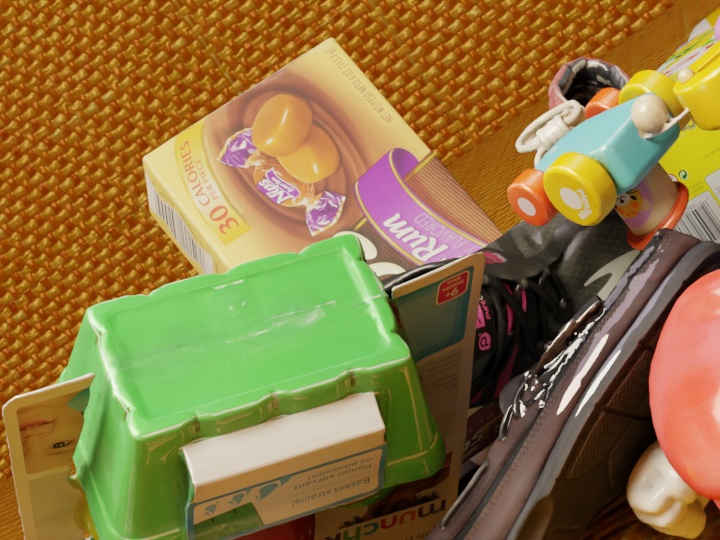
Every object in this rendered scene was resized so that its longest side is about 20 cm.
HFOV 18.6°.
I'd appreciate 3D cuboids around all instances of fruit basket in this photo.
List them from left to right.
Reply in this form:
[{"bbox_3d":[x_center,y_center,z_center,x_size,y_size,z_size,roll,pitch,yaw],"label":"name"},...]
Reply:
[{"bbox_3d":[-0.039,0.085,0.838,0.184,0.094,0.201,-15,-42,-15],"label":"fruit basket"}]

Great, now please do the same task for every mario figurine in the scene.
[{"bbox_3d":[0.170,0.046,0.783,0.200,0.105,0.124,-26,-41,-55],"label":"mario figurine"}]

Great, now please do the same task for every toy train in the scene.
[{"bbox_3d":[0.152,-0.078,0.908,0.199,0.056,0.150,-37,10,22],"label":"toy train"}]

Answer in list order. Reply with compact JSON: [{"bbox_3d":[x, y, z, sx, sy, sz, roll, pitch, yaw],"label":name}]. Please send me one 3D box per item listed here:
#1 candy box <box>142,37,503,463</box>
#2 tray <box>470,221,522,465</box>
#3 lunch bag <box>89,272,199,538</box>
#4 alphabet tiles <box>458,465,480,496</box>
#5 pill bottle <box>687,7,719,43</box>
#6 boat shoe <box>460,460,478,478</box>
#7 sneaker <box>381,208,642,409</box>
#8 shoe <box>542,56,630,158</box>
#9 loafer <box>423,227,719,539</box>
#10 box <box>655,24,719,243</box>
[{"bbox_3d":[0.000,0.000,1.029,0.116,0.200,0.057,-33,-24,-16],"label":"candy box"},{"bbox_3d":[0.108,0.010,1.165,0.199,0.107,0.022,-34,-32,-15],"label":"tray"},{"bbox_3d":[-0.084,0.102,1.116,0.150,0.093,0.202,166,113,-75],"label":"lunch bag"},{"bbox_3d":[0.069,0.105,1.141,0.167,0.008,0.200,-34,6,19],"label":"alphabet tiles"},{"bbox_3d":[0.267,-0.126,1.300,0.199,0.113,0.112,-36,5,10],"label":"pill bottle"},{"bbox_3d":[0.041,0.070,1.198,0.072,0.071,0.200,-32,7,37],"label":"boat shoe"},{"bbox_3d":[0.052,0.025,0.930,0.199,0.077,0.084,-26,0,-12],"label":"sneaker"},{"bbox_3d":[0.129,-0.044,1.251,0.071,0.092,0.201,6,31,2],"label":"shoe"},{"bbox_3d":[0.061,0.067,0.798,0.201,0.063,0.072,-61,-29,3],"label":"loafer"},{"bbox_3d":[0.229,-0.076,1.067,0.199,0.122,0.193,-32,6,39],"label":"box"}]
